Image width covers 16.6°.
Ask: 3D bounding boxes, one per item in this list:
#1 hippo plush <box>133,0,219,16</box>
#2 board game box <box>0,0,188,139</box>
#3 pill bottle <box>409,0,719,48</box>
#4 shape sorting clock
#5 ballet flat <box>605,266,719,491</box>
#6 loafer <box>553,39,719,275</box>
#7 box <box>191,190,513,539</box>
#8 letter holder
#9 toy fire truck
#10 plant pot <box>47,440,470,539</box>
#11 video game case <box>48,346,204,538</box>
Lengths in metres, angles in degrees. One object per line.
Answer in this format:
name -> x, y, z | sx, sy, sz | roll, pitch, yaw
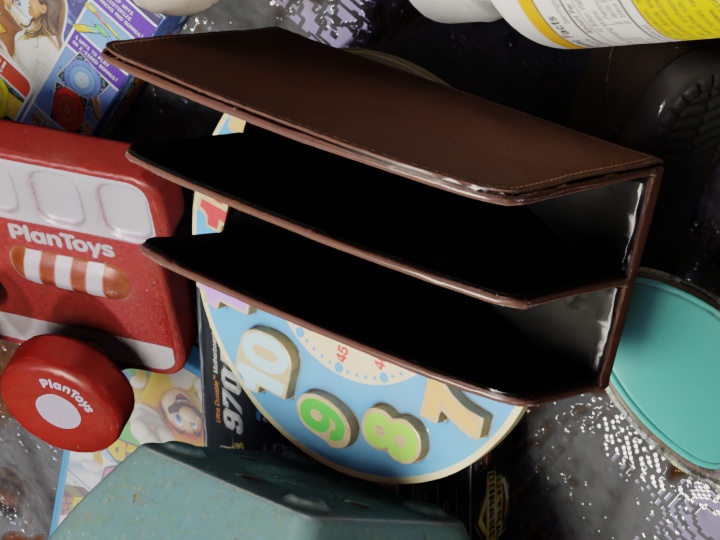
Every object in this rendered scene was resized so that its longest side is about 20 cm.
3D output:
hippo plush -> -0.092, -0.224, 1.022 | 0.161, 0.159, 0.200 | 47, 180, -37
board game box -> -0.186, -0.155, 1.234 | 0.200, 0.034, 0.135 | 44, 133, 5
pill bottle -> 0.112, -0.145, 0.972 | 0.199, 0.113, 0.113 | -2, 115, 36
shape sorting clock -> 0.000, 0.000, 1.112 | 0.199, 0.039, 0.201 | 13, 110, 39
ballet flat -> 0.177, 0.070, 1.082 | 0.200, 0.072, 0.072 | 37, 132, 1
loafer -> 0.105, -0.035, 1.083 | 0.071, 0.073, 0.200 | 56, 138, 30
box -> -0.004, 0.040, 1.198 | 0.158, 0.046, 0.201 | 12, 116, 30
letter holder -> -0.004, -0.022, 1.002 | 0.199, 0.142, 0.101 | 21, 107, 29
toy fire truck -> -0.173, -0.014, 1.223 | 0.199, 0.112, 0.168 | 13, 138, 18
plant pot -> -0.050, 0.189, 1.134 | 0.195, 0.196, 0.201 | 17, 95, 41
video game case -> -0.103, 0.125, 1.354 | 0.143, 0.018, 0.201 | 29, 130, 18
